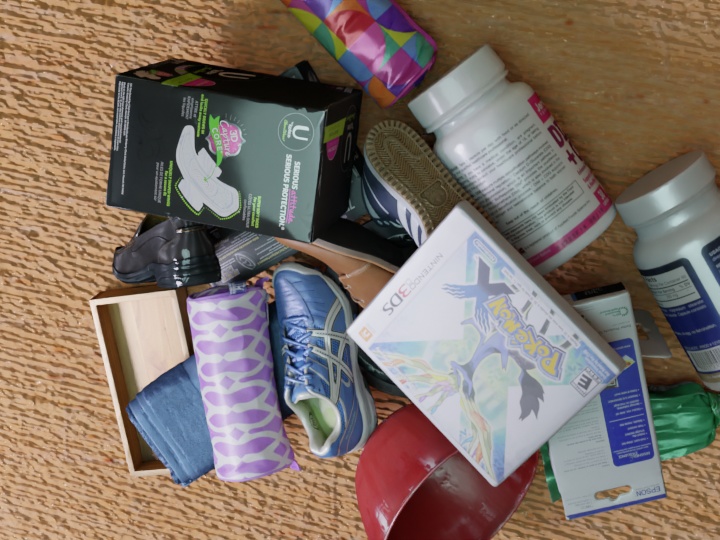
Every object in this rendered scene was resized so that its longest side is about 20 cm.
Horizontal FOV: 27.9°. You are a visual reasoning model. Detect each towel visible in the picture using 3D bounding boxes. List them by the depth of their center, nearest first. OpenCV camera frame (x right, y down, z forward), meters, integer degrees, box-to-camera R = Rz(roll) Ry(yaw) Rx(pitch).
[{"bbox_3d":[-0.134,0.126,1.493,0.199,0.049,0.112,-34,95,3],"label":"towel"}]

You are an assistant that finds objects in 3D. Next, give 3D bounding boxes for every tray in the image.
[{"bbox_3d":[-0.216,0.117,1.542,0.098,0.037,0.202,-7,106,15],"label":"tray"}]

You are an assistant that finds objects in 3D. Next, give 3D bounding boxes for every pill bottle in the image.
[{"bbox_3d":[0.322,-0.001,1.335,0.115,0.116,0.201,-28,99,19],"label":"pill bottle"},{"bbox_3d":[0.139,-0.102,1.349,0.113,0.113,0.201,-35,96,20],"label":"pill bottle"}]

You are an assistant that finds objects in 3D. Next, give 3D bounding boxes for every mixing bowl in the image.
[{"bbox_3d":[0.069,0.202,1.437,0.108,0.199,0.201,45,116,35],"label":"mixing bowl"}]

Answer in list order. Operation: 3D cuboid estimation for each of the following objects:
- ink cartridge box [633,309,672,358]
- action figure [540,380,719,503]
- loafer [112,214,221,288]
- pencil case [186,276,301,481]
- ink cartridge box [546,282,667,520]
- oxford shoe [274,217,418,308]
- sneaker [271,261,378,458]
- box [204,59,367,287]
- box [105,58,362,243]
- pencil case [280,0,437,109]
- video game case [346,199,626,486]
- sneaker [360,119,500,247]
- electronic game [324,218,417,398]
[{"bbox_3d":[0.186,0.089,1.378,0.198,0.117,0.068,-2,112,0],"label":"ink cartridge box"},{"bbox_3d":[0.273,0.151,1.426,0.198,0.055,0.119,-11,102,9],"label":"action figure"},{"bbox_3d":[-0.195,-0.025,1.436,0.199,0.072,0.073,1,99,57],"label":"loafer"},{"bbox_3d":[-0.117,0.107,1.430,0.085,0.084,0.202,-11,97,-28],"label":"pencil case"},{"bbox_3d":[0.209,0.118,1.304,0.098,0.039,0.202,-12,104,2],"label":"ink cartridge box"},{"bbox_3d":[0.000,0.000,1.383,0.198,0.071,0.072,23,115,-2],"label":"oxford shoe"},{"bbox_3d":[-0.041,0.088,1.416,0.075,0.077,0.202,-18,95,32],"label":"sneaker"},{"bbox_3d":[-0.099,-0.090,1.447,0.199,0.044,0.161,-29,98,20],"label":"box"},{"bbox_3d":[-0.113,-0.115,1.339,0.198,0.149,0.126,11,106,11],"label":"box"},{"bbox_3d":[-0.013,-0.246,1.360,0.088,0.088,0.200,-41,95,21],"label":"pencil case"},{"bbox_3d":[0.106,0.068,1.282,0.200,0.022,0.183,45,125,6],"label":"video game case"},{"bbox_3d":[0.067,-0.040,1.353,0.070,0.109,0.201,-32,82,-14],"label":"sneaker"},{"bbox_3d":[0.057,0.035,1.447,0.198,0.042,0.202,2,110,5],"label":"electronic game"}]
